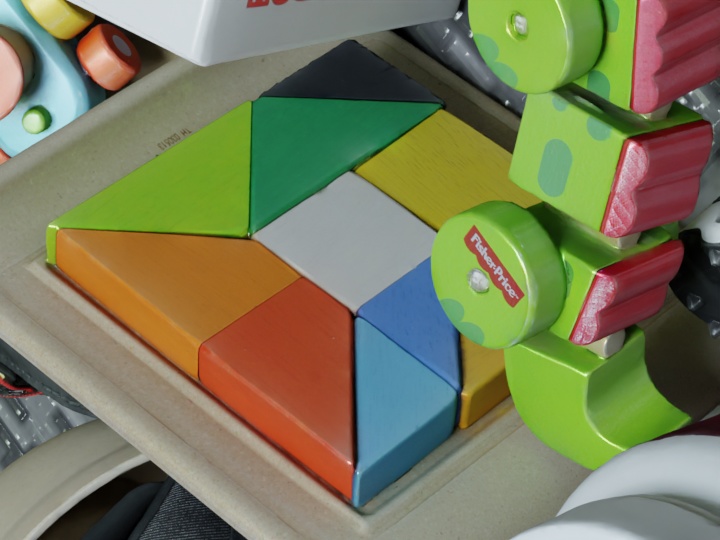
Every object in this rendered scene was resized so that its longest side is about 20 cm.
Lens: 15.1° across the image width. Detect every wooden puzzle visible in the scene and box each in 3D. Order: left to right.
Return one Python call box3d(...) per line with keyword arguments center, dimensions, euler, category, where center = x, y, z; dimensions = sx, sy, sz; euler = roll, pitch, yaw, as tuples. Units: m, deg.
box3d(center=(0.000, 0.000, 0.816), dimensions=(0.200, 0.185, 0.037), euler=(39, 143, 23), category="wooden puzzle")

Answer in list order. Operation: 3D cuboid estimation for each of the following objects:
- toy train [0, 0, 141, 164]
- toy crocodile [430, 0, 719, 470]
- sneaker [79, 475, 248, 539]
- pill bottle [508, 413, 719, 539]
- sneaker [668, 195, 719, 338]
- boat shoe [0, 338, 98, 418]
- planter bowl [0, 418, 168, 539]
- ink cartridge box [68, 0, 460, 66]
box3d(center=(-0.096, -0.118, 0.917), dimensions=(0.149, 0.056, 0.202), euler=(4, 105, 13), category="toy train")
box3d(center=(0.067, -0.037, 0.725), dimensions=(0.062, 0.067, 0.201), euler=(30, 127, 36), category="toy crocodile")
box3d(center=(-0.065, 0.147, 0.778), dimensions=(0.073, 0.112, 0.201), euler=(-21, 42, 54), category="sneaker")
box3d(center=(0.115, 0.092, 0.730), dimensions=(0.114, 0.199, 0.115), euler=(8, 104, 36), category="pill bottle")
box3d(center=(0.178, -0.019, 0.730), dimensions=(0.199, 0.091, 0.067), euler=(6, 146, 45), category="sneaker")
box3d(center=(-0.108, 0.014, 0.931), dimensions=(0.201, 0.073, 0.064), euler=(36, 114, 62), category="boat shoe")
box3d(center=(-0.070, 0.132, 0.904), dimensions=(0.135, 0.199, 0.202), euler=(24, 115, 60), category="planter bowl")
box3d(center=(-0.011, -0.173, 0.811), dimensions=(0.084, 0.146, 0.201), euler=(28, 115, 27), category="ink cartridge box")
